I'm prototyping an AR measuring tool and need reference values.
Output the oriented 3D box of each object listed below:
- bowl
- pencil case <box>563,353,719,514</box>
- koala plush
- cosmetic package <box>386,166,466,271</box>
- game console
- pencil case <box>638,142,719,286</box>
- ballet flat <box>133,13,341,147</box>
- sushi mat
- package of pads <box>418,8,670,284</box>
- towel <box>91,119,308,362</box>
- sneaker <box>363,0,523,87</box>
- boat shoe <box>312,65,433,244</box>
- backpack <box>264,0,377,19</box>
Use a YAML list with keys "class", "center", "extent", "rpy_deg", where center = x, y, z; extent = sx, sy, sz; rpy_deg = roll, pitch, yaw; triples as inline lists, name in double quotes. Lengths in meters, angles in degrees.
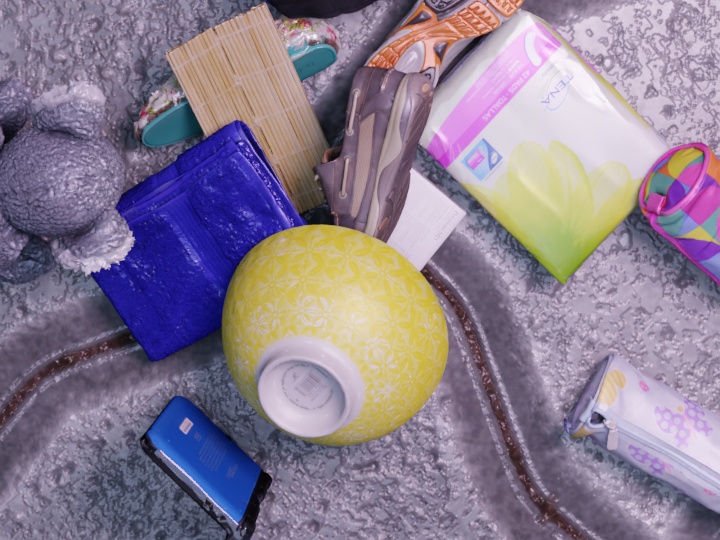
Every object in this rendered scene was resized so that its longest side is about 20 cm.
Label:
- class: "bowl"
  center: [-0.032, 0.075, 1.465]
  extent: [0.198, 0.108, 0.202]
  rpy_deg: [7, 122, 12]
- class: "pencil case"
  center: [0.280, 0.151, 1.549]
  extent: [0.198, 0.091, 0.084]
  rpy_deg: [28, 95, -2]
- class: "koala plush"
  center: [-0.279, -0.068, 1.463]
  extent: [0.198, 0.183, 0.180]
  rpy_deg: [-2, 99, 27]
- class: "cosmetic package"
  center: [0.000, 0.000, 1.559]
  extent: [0.082, 0.051, 0.201]
  rpy_deg: [39, 95, -3]
- class: "game console"
  center: [-0.142, 0.218, 1.509]
  extent: [0.171, 0.200, 0.118]
  rpy_deg: [43, 95, -3]
- class: "pencil case"
  center: [0.323, -0.021, 1.506]
  extent: [0.200, 0.088, 0.088]
  rpy_deg: [41, 95, -23]
- class: "ballet flat"
  center: [-0.112, -0.173, 1.545]
  extent: [0.198, 0.076, 0.064]
  rpy_deg: [-24, 64, -1]
- class: "sushi mat"
  center: [-0.087, -0.127, 1.523]
  extent: [0.095, 0.012, 0.201]
  rpy_deg: [-24, 122, 2]
- class: "package of pads"
  center: [0.157, -0.112, 1.534]
  extent: [0.200, 0.068, 0.155]
  rpy_deg: [44, 95, -7]
- class: "towel"
  center: [-0.144, -0.020, 1.529]
  extent: [0.199, 0.050, 0.149]
  rpy_deg: [-30, 99, 23]
- class: "sneaker"
  center: [0.068, -0.213, 1.515]
  extent: [0.200, 0.092, 0.076]
  rpy_deg: [-45, 99, 4]
- class: "boat shoe"
  center: [0.002, -0.082, 1.480]
  extent: [0.073, 0.074, 0.202]
  rpy_deg: [23, 115, 12]
- class: "backpack"
  center: [-0.027, -0.310, 1.463]
  extent: [0.190, 0.200, 0.155]
  rpy_deg: [-38, 65, -1]
